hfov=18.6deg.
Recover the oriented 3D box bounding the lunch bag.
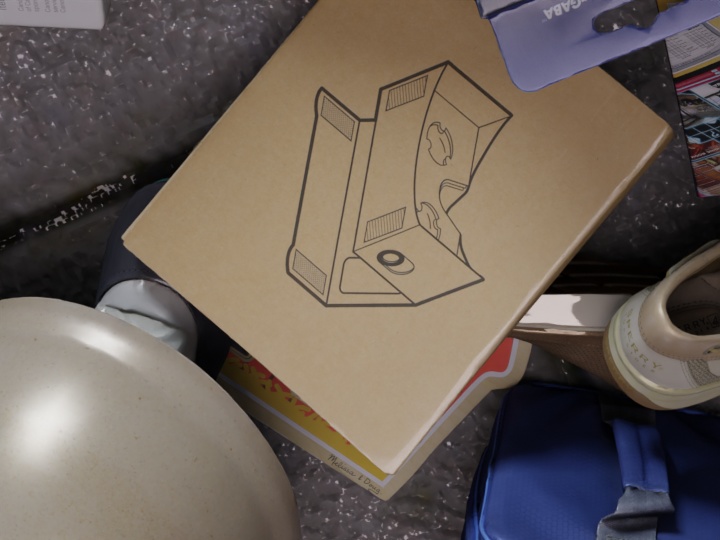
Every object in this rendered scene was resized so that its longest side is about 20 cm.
[{"bbox_3d":[0.113,0.139,1.019,0.135,0.200,0.133,7,113,3],"label":"lunch bag"}]

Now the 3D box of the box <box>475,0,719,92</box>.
[{"bbox_3d":[0.079,-0.182,0.852,0.121,0.032,0.201,-22,94,8],"label":"box"}]

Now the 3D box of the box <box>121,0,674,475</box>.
[{"bbox_3d":[0.017,-0.037,0.983,0.163,0.021,0.200,40,92,8],"label":"box"}]

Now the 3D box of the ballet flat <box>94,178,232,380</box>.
[{"bbox_3d":[-0.102,0.053,1.049,0.073,0.073,0.201,13,125,-2],"label":"ballet flat"}]

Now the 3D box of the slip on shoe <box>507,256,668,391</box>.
[{"bbox_3d":[0.128,0.031,1.032,0.199,0.076,0.061,1,106,-12],"label":"slip on shoe"}]

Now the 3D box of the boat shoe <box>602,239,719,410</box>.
[{"bbox_3d":[0.201,0.000,0.976,0.199,0.065,0.072,-21,72,-23],"label":"boat shoe"}]

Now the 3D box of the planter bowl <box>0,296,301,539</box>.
[{"bbox_3d":[-0.145,0.132,0.991,0.199,0.135,0.201,18,135,19],"label":"planter bowl"}]

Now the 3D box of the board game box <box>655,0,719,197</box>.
[{"bbox_3d":[0.230,-0.091,0.915,0.199,0.035,0.136,-4,143,15],"label":"board game box"}]

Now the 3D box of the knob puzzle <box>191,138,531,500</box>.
[{"bbox_3d":[0.000,0.000,1.057,0.218,0.030,0.221,1,114,3],"label":"knob puzzle"}]

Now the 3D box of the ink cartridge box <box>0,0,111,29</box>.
[{"bbox_3d":[-0.207,-0.184,0.931,0.199,0.084,0.146,3,140,2],"label":"ink cartridge box"}]
